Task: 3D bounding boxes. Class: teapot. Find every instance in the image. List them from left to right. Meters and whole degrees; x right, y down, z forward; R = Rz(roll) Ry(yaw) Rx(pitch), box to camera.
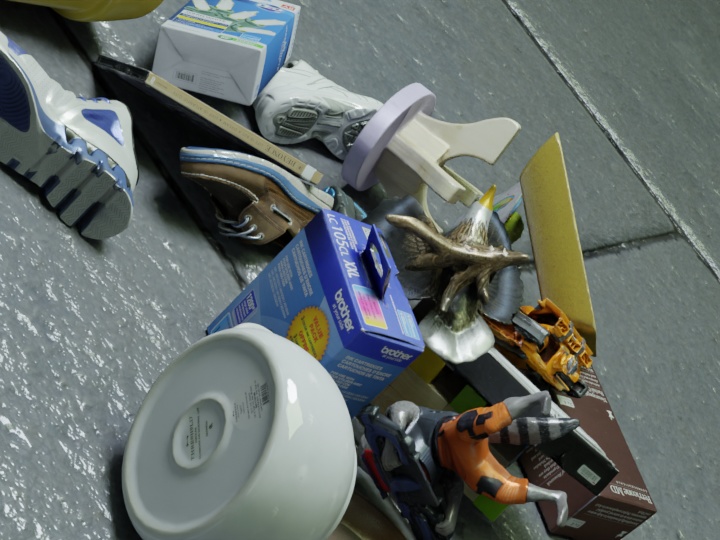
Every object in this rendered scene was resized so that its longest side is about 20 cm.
[{"bbox_3d":[-0.073,0.146,1.445,0.146,0.201,0.197,32,-11,-41],"label":"teapot"}]

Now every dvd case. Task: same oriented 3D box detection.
[{"bbox_3d":[-0.144,-0.142,1.805,0.200,0.016,0.149,29,-2,-29],"label":"dvd case"}]

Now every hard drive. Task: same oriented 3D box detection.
[{"bbox_3d":[0.138,0.111,1.744,0.200,0.038,0.140,44,3,41],"label":"hard drive"}]

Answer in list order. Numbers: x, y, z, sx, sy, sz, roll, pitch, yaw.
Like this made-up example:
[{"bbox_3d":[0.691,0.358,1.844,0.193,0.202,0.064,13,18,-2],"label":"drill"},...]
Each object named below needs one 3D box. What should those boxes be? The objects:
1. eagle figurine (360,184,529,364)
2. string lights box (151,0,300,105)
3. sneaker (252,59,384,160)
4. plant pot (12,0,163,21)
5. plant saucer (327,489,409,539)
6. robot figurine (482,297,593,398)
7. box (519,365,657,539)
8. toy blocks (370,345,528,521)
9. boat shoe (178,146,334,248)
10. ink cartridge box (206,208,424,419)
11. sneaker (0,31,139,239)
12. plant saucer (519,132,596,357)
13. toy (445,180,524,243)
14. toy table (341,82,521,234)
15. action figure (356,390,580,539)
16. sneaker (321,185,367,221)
[{"bbox_3d":[0.085,-0.010,1.721,0.152,0.151,0.200,58,-8,-4],"label":"eagle figurine"},{"bbox_3d":[-0.131,-0.226,1.904,0.102,0.059,0.200,15,22,4],"label":"string lights box"},{"bbox_3d":[-0.041,-0.180,2.021,0.200,0.078,0.100,13,39,-48],"label":"sneaker"},{"bbox_3d":[-0.290,-0.323,1.754,0.188,0.201,0.201,-13,62,-41],"label":"plant pot"},{"bbox_3d":[-0.013,0.254,1.542,0.200,0.032,0.201,34,30,-23],"label":"plant saucer"},{"bbox_3d":[0.144,0.051,1.861,0.200,0.058,0.145,28,-16,46],"label":"robot figurine"},{"bbox_3d":[0.207,0.168,1.916,0.100,0.075,0.201,19,40,-43],"label":"box"},{"bbox_3d":[0.081,0.132,1.782,0.200,0.100,0.137,44,15,9],"label":"toy blocks"},{"bbox_3d":[-0.096,-0.060,1.775,0.200,0.072,0.073,22,80,-49],"label":"boat shoe"},{"bbox_3d":[-0.030,0.047,1.604,0.076,0.200,0.137,20,37,-40],"label":"ink cartridge box"},{"bbox_3d":[-0.261,-0.124,1.649,0.200,0.080,0.115,48,23,-13],"label":"sneaker"},{"bbox_3d":[0.198,-0.018,1.941,0.200,0.048,0.201,56,23,-77],"label":"plant saucer"},{"bbox_3d":[0.134,-0.036,2.040,0.047,0.115,0.200,56,27,-5],"label":"toy"},{"bbox_3d":[0.067,-0.110,1.986,0.117,0.184,0.200,39,19,9],"label":"toy table"},{"bbox_3d":[0.085,0.170,1.628,0.105,0.193,0.201,-59,142,-44],"label":"action figure"},{"bbox_3d":[0.000,0.000,1.844,0.082,0.073,0.201,31,32,-30],"label":"sneaker"}]
